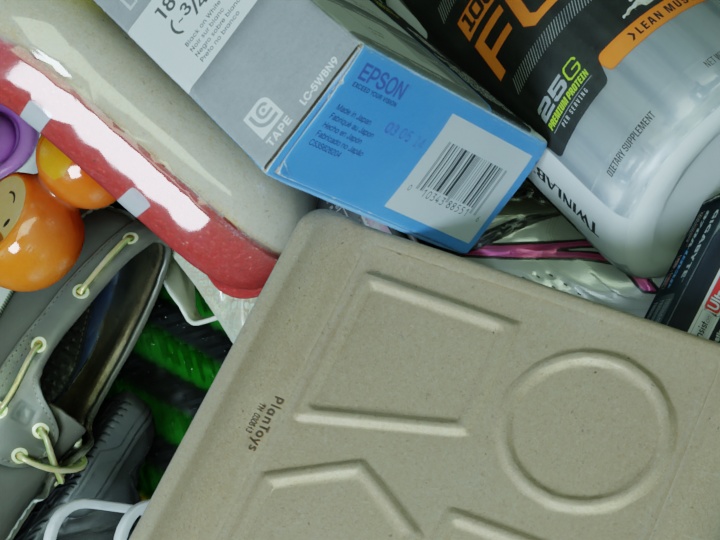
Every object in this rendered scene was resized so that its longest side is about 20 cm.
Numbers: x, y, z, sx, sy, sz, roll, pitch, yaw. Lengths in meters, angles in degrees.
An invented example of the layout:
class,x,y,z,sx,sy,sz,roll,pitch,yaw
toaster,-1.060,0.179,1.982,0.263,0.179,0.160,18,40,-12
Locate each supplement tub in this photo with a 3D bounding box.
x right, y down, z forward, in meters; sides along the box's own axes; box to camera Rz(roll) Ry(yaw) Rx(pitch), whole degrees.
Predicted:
class,x,y,z,sx,sy,sz,roll,pitch,yaw
supplement tub,0.095,-0.102,0.925,0.123,0.123,0.200,-43,62,-1

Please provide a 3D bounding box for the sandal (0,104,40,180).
class,x,y,z,sx,sy,sz,roll,pitch,yaw
sandal,-0.247,-0.049,1.018,0.202,0.050,0.083,-19,57,0

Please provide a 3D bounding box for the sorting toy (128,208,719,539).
class,x,y,z,sx,sy,sz,roll,pitch,yaw
sorting toy,0.034,0.085,0.789,0.199,0.037,0.186,21,65,14

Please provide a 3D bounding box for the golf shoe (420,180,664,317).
class,x,y,z,sx,sy,sz,roll,pitch,yaw
golf shoe,0.126,0.000,0.990,0.199,0.073,0.092,13,90,15

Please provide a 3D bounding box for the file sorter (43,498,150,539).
class,x,y,z,sx,sy,sz,roll,pitch,yaw
file sorter,-0.030,0.163,0.900,0.200,0.124,0.139,-8,74,43

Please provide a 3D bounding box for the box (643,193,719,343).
class,x,y,z,sx,sy,sz,roll,pitch,yaw
box,0.165,0.092,0.843,0.159,0.046,0.201,30,82,-4

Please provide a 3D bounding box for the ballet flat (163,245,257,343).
class,x,y,z,sx,sy,sz,roll,pitch,yaw
ballet flat,-0.047,0.023,1.011,0.062,0.067,0.200,-36,78,28

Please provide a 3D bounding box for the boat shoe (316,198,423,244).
class,x,y,z,sx,sy,sz,roll,pitch,yaw
boat shoe,0.000,0.000,0.973,0.067,0.057,0.200,-41,61,24

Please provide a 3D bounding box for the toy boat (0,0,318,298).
class,x,y,z,sx,sy,sz,roll,pitch,yaw
toy boat,-0.122,-0.047,0.918,0.200,0.131,0.131,41,100,-7

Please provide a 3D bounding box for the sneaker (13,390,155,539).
class,x,y,z,sx,sy,sz,roll,pitch,yaw
sneaker,-0.125,0.165,0.995,0.104,0.060,0.200,38,66,-19

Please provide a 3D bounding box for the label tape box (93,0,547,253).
class,x,y,z,sx,sy,sz,roll,pitch,yaw
label tape box,-0.038,-0.100,0.866,0.200,0.144,0.063,44,103,33

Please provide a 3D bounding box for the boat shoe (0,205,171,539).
class,x,y,z,sx,sy,sz,roll,pitch,yaw
boat shoe,-0.149,0.060,0.969,0.060,0.072,0.202,14,72,28
